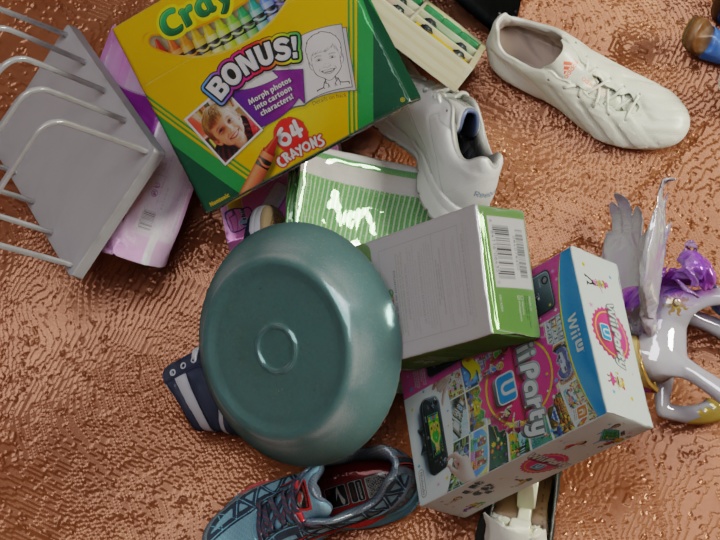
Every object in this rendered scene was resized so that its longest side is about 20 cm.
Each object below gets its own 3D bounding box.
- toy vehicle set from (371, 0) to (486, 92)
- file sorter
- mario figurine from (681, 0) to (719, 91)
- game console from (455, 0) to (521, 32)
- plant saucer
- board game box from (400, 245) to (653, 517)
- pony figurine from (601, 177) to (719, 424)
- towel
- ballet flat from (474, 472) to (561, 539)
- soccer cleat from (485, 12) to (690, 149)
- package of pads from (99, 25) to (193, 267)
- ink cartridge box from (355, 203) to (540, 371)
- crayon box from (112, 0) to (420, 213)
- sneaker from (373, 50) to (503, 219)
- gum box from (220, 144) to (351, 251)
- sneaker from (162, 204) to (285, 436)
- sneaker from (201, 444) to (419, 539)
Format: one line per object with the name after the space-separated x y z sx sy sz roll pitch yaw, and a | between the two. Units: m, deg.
0.018 -0.236 1.586 0.200 0.124 0.027 37 108 -3 | toy vehicle set
-0.288 -0.119 1.569 0.139 0.124 0.200 -53 48 18 | file sorter
0.384 -0.194 1.587 0.199 0.106 0.124 30 112 25 | mario figurine
0.094 -0.328 1.641 0.031 0.200 0.178 1 70 40 | game console
-0.060 0.062 1.477 0.199 0.036 0.201 3 95 33 | plant saucer
0.126 0.092 1.462 0.200 0.064 0.148 -32 54 35 | board game box
0.254 0.034 1.519 0.199 0.167 0.194 16 81 -2 | pony figurine
0.000 0.000 1.568 0.152 0.023 0.201 9 77 -26 | towel
0.130 0.197 1.508 0.068 0.068 0.201 6 72 9 | ballet flat
0.199 -0.167 1.622 0.199 0.078 0.070 27 76 16 | soccer cleat
-0.196 -0.110 1.620 0.120 0.075 0.201 20 91 43 | package of pads
0.048 0.022 1.472 0.199 0.059 0.105 -18 73 44 | ink cartridge box
-0.078 -0.171 1.511 0.199 0.058 0.173 -28 92 14 | crayon box
0.067 -0.131 1.582 0.074 0.087 0.200 -12 56 -37 | sneaker
-0.074 -0.106 1.648 0.113 0.066 0.201 -13 69 3 | gum box
-0.112 0.046 1.573 0.108 0.070 0.201 -3 88 25 | sneaker
-0.047 0.190 1.523 0.199 0.096 0.080 -24 68 -1 | sneaker
